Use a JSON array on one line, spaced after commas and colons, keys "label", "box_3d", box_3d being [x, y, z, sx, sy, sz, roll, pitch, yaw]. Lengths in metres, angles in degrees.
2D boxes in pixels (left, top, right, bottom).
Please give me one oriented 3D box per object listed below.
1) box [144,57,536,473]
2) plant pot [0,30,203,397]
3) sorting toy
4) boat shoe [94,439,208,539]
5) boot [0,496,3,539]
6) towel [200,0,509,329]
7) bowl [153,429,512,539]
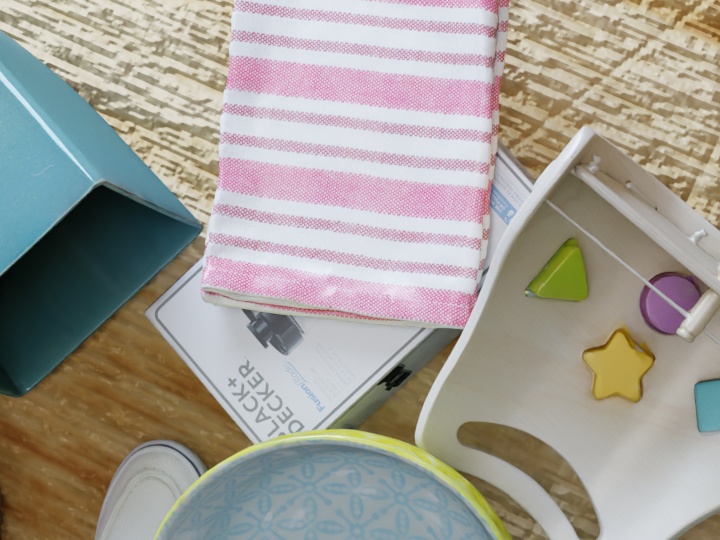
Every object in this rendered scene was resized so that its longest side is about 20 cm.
[{"label": "box", "box_3d": [0.000, 0.000, 1.197, 0.200, 0.060, 0.117, -42, 79, 8]}, {"label": "plant pot", "box_3d": [-0.215, -0.060, 1.212, 0.141, 0.141, 0.200, -41, 72, 8]}, {"label": "sorting toy", "box_3d": [0.126, 0.055, 1.132, 0.200, 0.107, 0.180, 39, 98, -5]}, {"label": "boat shoe", "box_3d": [-0.122, 0.190, 1.210, 0.071, 0.070, 0.201, 12, 90, 13]}, {"label": "boot", "box_3d": [-0.281, 0.167, 1.245, 0.166, 0.072, 0.201, -4, 90, 10]}, {"label": "towel", "box_3d": [-0.003, -0.075, 1.157, 0.146, 0.030, 0.201, 6, 87, 13]}, {"label": "bowl", "box_3d": [-0.002, 0.167, 1.157, 0.200, 0.108, 0.201, 3, 101, 14]}]
